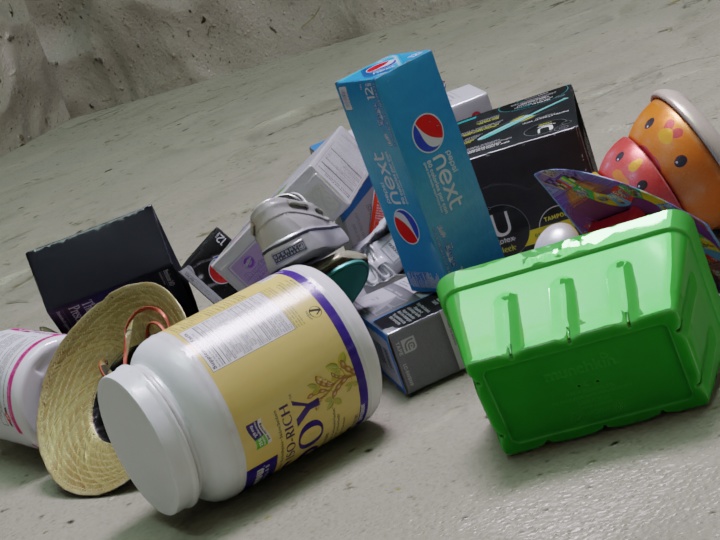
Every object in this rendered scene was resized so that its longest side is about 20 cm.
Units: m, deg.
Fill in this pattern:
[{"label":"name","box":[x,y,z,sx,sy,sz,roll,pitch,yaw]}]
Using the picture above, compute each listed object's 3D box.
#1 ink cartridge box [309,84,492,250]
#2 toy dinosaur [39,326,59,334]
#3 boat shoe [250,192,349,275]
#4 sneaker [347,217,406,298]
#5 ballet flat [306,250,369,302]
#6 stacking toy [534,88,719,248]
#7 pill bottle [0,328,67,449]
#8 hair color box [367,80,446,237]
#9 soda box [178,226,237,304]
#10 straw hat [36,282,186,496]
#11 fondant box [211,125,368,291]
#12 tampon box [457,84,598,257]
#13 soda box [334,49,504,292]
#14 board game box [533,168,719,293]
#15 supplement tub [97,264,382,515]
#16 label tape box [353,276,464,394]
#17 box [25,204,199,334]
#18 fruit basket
[{"label":"ink cartridge box","box":[0.063,-0.100,1.940,0.199,0.146,0.084,-22,15,-6]},{"label":"toy dinosaur","box":[-0.222,0.080,1.806,0.199,0.048,0.088,4,6,-29]},{"label":"boat shoe","box":[-0.061,-0.036,1.562,0.072,0.066,0.200,-28,-2,10]},{"label":"sneaker","box":[0.000,0.000,1.672,0.115,0.075,0.200,-45,-14,23]},{"label":"ballet flat","box":[-0.075,0.048,1.565,0.200,0.067,0.062,-48,50,0]},{"label":"stacking toy","box":[0.246,-0.056,1.613,0.199,0.147,0.146,-36,15,-1]},{"label":"pill bottle","box":[-0.328,0.116,1.749,0.113,0.114,0.199,-29,16,-30]},{"label":"hair color box","box":[0.046,-0.096,1.812,0.063,0.202,0.111,9,10,2]},{"label":"soda box","box":[-0.147,0.001,1.888,0.063,0.071,0.200,-49,1,-3]},{"label":"straw hat","box":[-0.197,0.118,1.605,0.200,0.203,0.085,-9,-23,38]},{"label":"fondant box","box":[-0.063,-0.059,1.760,0.144,0.058,0.200,-44,4,17]},{"label":"tampon box","box":[0.167,-0.090,1.798,0.149,0.127,0.200,-17,15,10]},{"label":"soda box","box":[0.053,-0.084,1.522,0.068,0.201,0.064,-30,18,-29]},{"label":"board game box","box":[0.221,-0.013,1.414,0.157,0.200,0.039,19,76,35]},{"label":"supplement tub","box":[-0.098,0.098,1.433,0.199,0.146,0.145,-28,16,-26]},{"label":"label tape box","box":[0.101,0.030,1.575,0.199,0.064,0.144,-24,15,-11]},{"label":"box","box":[-0.257,0.023,1.874,0.140,0.079,0.200,-24,-21,-4]},{"label":"fruit basket","box":[0.173,0.032,1.337,0.214,0.156,0.216,-19,32,12]}]
